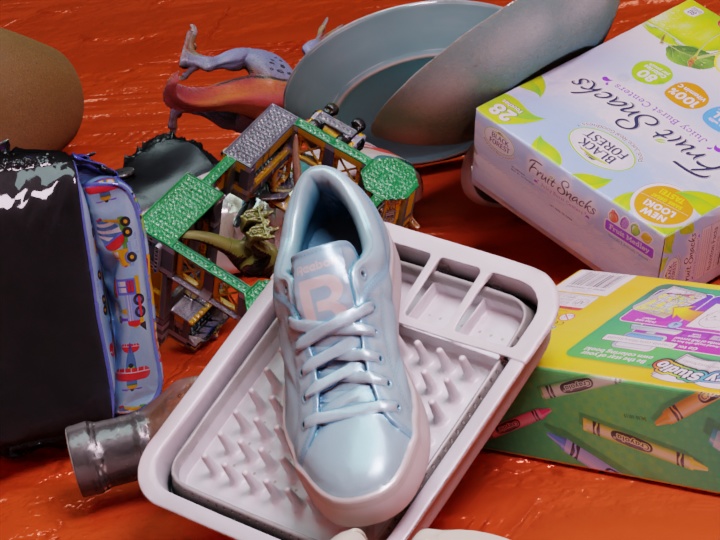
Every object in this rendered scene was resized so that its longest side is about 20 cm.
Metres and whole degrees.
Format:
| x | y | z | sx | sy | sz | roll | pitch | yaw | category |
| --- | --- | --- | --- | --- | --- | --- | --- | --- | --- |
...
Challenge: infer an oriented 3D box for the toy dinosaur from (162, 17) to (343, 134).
| x | y | z | sx | sy | sz | roll | pitch | yaw | category |
| --- | --- | --- | --- | --- | --- | --- | --- | --- | --- |
| -0.049 | -0.112 | 1.623 | 0.181 | 0.105 | 0.200 | 14 | 25 | -1 | toy dinosaur |

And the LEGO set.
| x | y | z | sx | sy | sz | roll | pitch | yaw | category |
| --- | --- | --- | --- | --- | --- | --- | --- | --- | --- |
| -0.059 | -0.005 | 1.408 | 0.154 | 0.116 | 0.200 | 24 | 50 | 11 | LEGO set |

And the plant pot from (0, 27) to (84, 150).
| x | y | z | sx | sy | sz | roll | pitch | yaw | category |
| --- | --- | --- | --- | --- | --- | --- | --- | --- | --- |
| -0.325 | -0.131 | 1.791 | 0.186 | 0.187 | 0.200 | 3 | 12 | 35 | plant pot |

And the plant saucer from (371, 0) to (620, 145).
| x | y | z | sx | sy | sz | roll | pitch | yaw | category |
| --- | --- | --- | --- | --- | --- | --- | --- | --- | --- |
| 0.100 | -0.131 | 1.435 | 0.201 | 0.039 | 0.201 | -33 | -9 | -6 | plant saucer |

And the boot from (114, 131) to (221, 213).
| x | y | z | sx | sy | sz | roll | pitch | yaw | category |
| --- | --- | --- | --- | --- | --- | --- | --- | --- | --- |
| -0.167 | -0.037 | 1.560 | 0.168 | 0.077 | 0.200 | -23 | 17 | -17 | boot |

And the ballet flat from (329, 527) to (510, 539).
| x | y | z | sx | sy | sz | roll | pitch | yaw | category |
| --- | --- | --- | --- | --- | --- | --- | --- | --- | --- |
| 0.017 | 0.148 | 0.991 | 0.200 | 0.071 | 0.071 | -3 | 23 | 25 | ballet flat |

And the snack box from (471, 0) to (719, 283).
| x | y | z | sx | sy | sz | roll | pitch | yaw | category |
| --- | --- | --- | --- | --- | --- | --- | --- | --- | --- |
| 0.198 | -0.078 | 1.385 | 0.200 | 0.068 | 0.169 | -30 | 49 | -29 | snack box |

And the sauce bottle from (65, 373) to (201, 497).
| x | y | z | sx | sy | sz | roll | pitch | yaw | category |
| --- | --- | --- | --- | --- | --- | --- | --- | --- | --- |
| -0.062 | 0.080 | 1.213 | 0.200 | 0.066 | 0.066 | -12 | 20 | -4 | sauce bottle |

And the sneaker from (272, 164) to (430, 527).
| x | y | z | sx | sy | sz | roll | pitch | yaw | category |
| --- | --- | --- | --- | --- | --- | --- | --- | --- | --- |
| -0.016 | 0.031 | 1.084 | 0.074 | 0.082 | 0.200 | -19 | 46 | 10 | sneaker |

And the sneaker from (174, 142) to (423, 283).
| x | y | z | sx | sy | sz | roll | pitch | yaw | category |
| --- | --- | --- | --- | --- | --- | --- | --- | --- | --- |
| -0.048 | -0.041 | 1.510 | 0.200 | 0.070 | 0.093 | -19 | 16 | -25 | sneaker |

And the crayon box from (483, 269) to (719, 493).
| x | y | z | sx | sy | sz | roll | pitch | yaw | category |
| --- | --- | --- | --- | --- | --- | --- | --- | --- | --- |
| 0.164 | 0.056 | 1.153 | 0.200 | 0.058 | 0.119 | 8 | 29 | 43 | crayon box |

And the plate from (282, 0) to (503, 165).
| x | y | z | sx | sy | sz | roll | pitch | yaw | category |
| --- | --- | --- | --- | --- | --- | --- | --- | --- | --- |
| 0.045 | -0.123 | 1.566 | 0.200 | 0.200 | 0.026 | -11 | 59 | 3 | plate |

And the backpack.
| x | y | z | sx | sy | sz | roll | pitch | yaw | category |
| --- | --- | --- | --- | --- | --- | --- | --- | --- | --- |
| -0.210 | 0.011 | 1.341 | 0.134 | 0.183 | 0.200 | -10 | 7 | -16 | backpack |

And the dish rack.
| x | y | z | sx | sy | sz | roll | pitch | yaw | category |
| --- | --- | --- | --- | --- | --- | --- | --- | --- | --- |
| -0.002 | 0.070 | 1.132 | 0.172 | 0.044 | 0.200 | 18 | 60 | 36 | dish rack |

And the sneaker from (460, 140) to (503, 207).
| x | y | z | sx | sy | sz | roll | pitch | yaw | category |
| --- | --- | --- | --- | --- | --- | --- | --- | --- | --- |
| 0.170 | -0.087 | 1.502 | 0.200 | 0.071 | 0.099 | -17 | 16 | -24 | sneaker |

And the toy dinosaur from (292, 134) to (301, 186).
| x | y | z | sx | sy | sz | roll | pitch | yaw | category |
| --- | --- | --- | --- | --- | --- | --- | --- | --- | --- |
| 0.000 | 0.000 | 1.316 | 0.060 | 0.106 | 0.200 | -25 | -21 | 21 | toy dinosaur |
